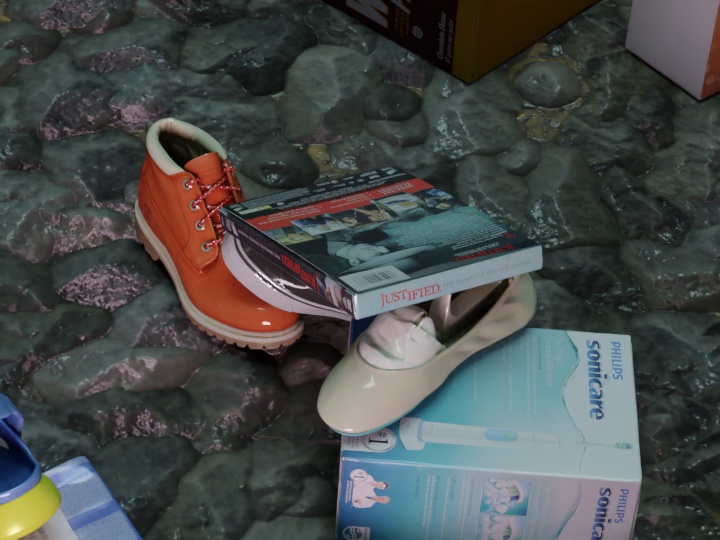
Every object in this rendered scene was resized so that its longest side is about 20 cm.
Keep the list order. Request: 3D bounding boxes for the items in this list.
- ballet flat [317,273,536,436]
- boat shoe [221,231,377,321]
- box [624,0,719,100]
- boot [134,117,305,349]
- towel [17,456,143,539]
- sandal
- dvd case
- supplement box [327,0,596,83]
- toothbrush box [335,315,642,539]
[{"bbox_3d":[0.045,0.037,1.462,0.069,0.070,0.200,32,46,28],"label":"ballet flat"},{"bbox_3d":[0.000,0.000,1.576,0.200,0.064,0.071,20,54,-14],"label":"boat shoe"},{"bbox_3d":[0.311,-0.266,1.849,0.124,0.200,0.097,-26,50,-29],"label":"box"},{"bbox_3d":[-0.107,-0.028,1.619,0.075,0.107,0.200,-21,49,-29],"label":"boot"},{"bbox_3d":[-0.234,0.200,1.414,0.200,0.024,0.147,-19,47,-24],"label":"towel"},{"bbox_3d":[-0.275,0.106,1.447,0.200,0.087,0.079,14,36,41],"label":"sandal"},{"bbox_3d":[0.010,-0.023,1.495,0.146,0.022,0.200,-15,24,-26],"label":"dvd case"},{"bbox_3d":[0.087,-0.299,1.917,0.200,0.133,0.197,33,49,29],"label":"supplement box"},{"bbox_3d":[0.086,0.113,1.491,0.199,0.085,0.147,3,40,0],"label":"toothbrush box"}]
